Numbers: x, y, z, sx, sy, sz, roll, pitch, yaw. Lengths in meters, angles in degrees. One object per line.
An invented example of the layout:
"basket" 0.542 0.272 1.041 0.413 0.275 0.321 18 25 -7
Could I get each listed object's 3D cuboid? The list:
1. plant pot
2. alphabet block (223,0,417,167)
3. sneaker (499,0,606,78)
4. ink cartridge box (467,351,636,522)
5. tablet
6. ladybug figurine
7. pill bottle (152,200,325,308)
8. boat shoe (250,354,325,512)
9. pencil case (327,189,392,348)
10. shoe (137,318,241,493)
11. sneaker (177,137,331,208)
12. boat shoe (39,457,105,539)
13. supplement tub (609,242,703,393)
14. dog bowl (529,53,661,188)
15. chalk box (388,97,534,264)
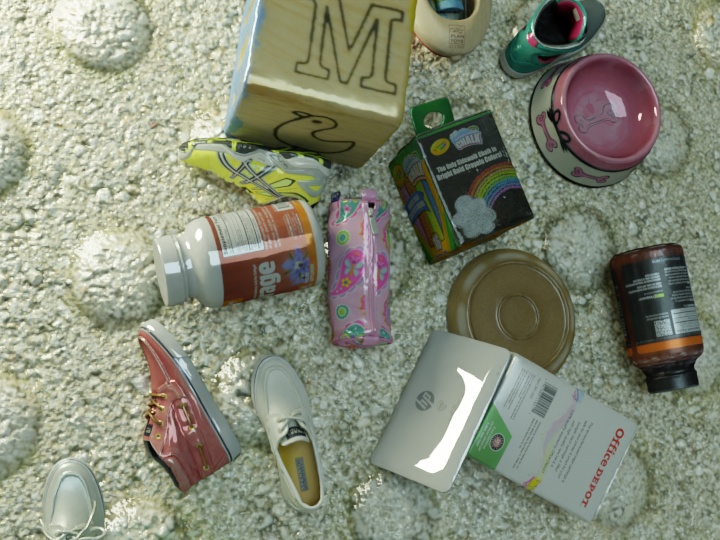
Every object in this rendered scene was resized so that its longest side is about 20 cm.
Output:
"plant pot" 0.216 0.066 1.313 0.198 0.027 0.203 4 78 -17
"alphabet block" -0.054 -0.267 1.210 0.198 0.195 0.199 11 78 -13
"sneaker" 0.303 -0.361 1.373 0.199 0.121 0.084 -35 90 -20
"ink cartridge box" 0.241 0.217 1.247 0.199 0.084 0.146 30 84 -10
"tablet" 0.102 0.176 1.215 0.014 0.129 0.201 47 65 -45
"ladybug figurine" 0.117 -0.390 1.348 0.134 0.072 0.203 -1 79 -18
"pill bottle" -0.152 -0.016 1.172 0.198 0.112 0.114 -12 83 -18
"boat shoe" -0.086 0.201 1.171 0.070 0.070 0.202 -11 83 -18
"pencil case" 0.000 0.000 1.230 0.086 0.087 0.203 3 79 -16
"shoe" -0.231 0.164 1.133 0.091 0.071 0.201 -33 95 -25
"sneaker" -0.140 -0.126 1.219 0.198 0.075 0.077 11 103 -4
"boat shoe" -0.327 0.316 1.067 0.074 0.086 0.205 2 79 -16
"supplement tub" 0.422 0.069 1.334 0.106 0.107 0.203 -6 82 -18
"dog bowl" 0.353 -0.228 1.388 0.198 0.074 0.203 3 79 -16
"chalk box" 0.124 -0.131 1.274 0.124 0.124 0.202 -20 85 -18
